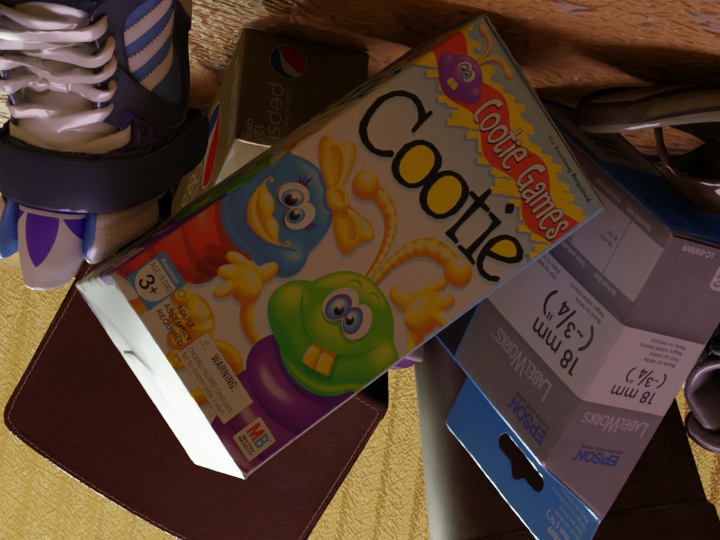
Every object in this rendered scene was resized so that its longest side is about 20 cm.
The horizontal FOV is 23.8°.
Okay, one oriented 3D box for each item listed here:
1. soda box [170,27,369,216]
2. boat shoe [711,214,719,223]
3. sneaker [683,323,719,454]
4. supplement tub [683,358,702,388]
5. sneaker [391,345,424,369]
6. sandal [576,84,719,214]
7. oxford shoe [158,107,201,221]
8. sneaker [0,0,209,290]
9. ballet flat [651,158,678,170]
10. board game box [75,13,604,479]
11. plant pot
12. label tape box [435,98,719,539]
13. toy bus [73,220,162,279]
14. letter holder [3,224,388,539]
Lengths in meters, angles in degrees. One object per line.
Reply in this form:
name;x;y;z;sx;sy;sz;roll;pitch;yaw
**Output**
soda box;-0.054;-0.046;0.913;0.067;0.065;0.200;9;155;-14
boat shoe;0.274;-0.016;0.920;0.198;0.073;0.072;3;-157;24
sneaker;0.210;0.041;0.965;0.113;0.076;0.200;-9;-147;-36
supplement tub;0.307;0.032;1.061;0.199;0.142;0.140;4;173;41
sneaker;0.000;0.000;0.968;0.074;0.101;0.200;8;173;8
sandal;0.186;-0.052;0.815;0.200;0.058;0.079;12;176;-38
oxford shoe;-0.074;-0.051;1.043;0.198;0.073;0.085;3;-145;22
sneaker;-0.117;-0.066;0.696;0.080;0.148;0.200;8;175;7
ballet flat;0.138;-0.041;1.026;0.198;0.068;0.064;-2;158;38
board game box;-0.011;-0.011;0.762;0.199;0.104;0.105;-36;-172;-16
plant pot;0.118;0.112;1.059;0.198;0.200;0.200;-11;168;-2
label tape box;0.095;0.035;0.880;0.063;0.201;0.144;11;-155;-35
toy bus;-0.077;-0.015;1.207;0.199;0.192;0.136;39;139;-3
letter holder;-0.101;0.078;1.061;0.199;0.143;0.101;30;-167;-7
